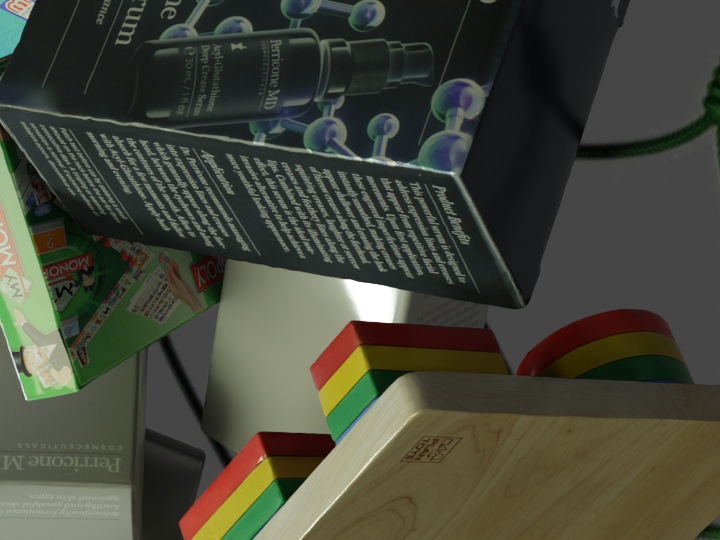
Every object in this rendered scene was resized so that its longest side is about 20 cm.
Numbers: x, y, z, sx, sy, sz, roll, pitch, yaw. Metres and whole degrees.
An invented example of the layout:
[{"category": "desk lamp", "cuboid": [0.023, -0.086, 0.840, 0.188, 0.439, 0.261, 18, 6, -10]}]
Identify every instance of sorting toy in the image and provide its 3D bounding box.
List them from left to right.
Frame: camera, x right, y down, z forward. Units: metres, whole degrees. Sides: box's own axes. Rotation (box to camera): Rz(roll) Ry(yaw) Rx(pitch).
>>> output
[{"category": "sorting toy", "cuboid": [0.042, 0.087, 1.196, 0.200, 0.199, 0.070, -50, 48, 40]}]

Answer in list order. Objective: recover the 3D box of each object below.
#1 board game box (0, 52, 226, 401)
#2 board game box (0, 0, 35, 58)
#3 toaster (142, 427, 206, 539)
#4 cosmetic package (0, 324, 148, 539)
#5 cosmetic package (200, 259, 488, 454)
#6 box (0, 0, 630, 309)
[{"category": "board game box", "cuboid": [-0.104, -0.038, 1.256, 0.029, 0.200, 0.135, -12, 100, 26]}, {"category": "board game box", "cuboid": [-0.191, -0.143, 1.337, 0.200, 0.045, 0.152, -31, 43, 44]}, {"category": "toaster", "cuboid": [-0.164, 0.165, 1.392, 0.119, 0.200, 0.181, 20, 138, -8]}, {"category": "cosmetic package", "cuboid": [-0.147, 0.038, 1.313, 0.090, 0.107, 0.200, 93, 175, -49]}, {"category": "cosmetic package", "cuboid": [0.000, 0.000, 1.269, 0.102, 0.074, 0.200, 31, 128, 28]}, {"category": "box", "cuboid": [-0.016, -0.086, 1.143, 0.200, 0.149, 0.107, 9, 155, 23]}]
